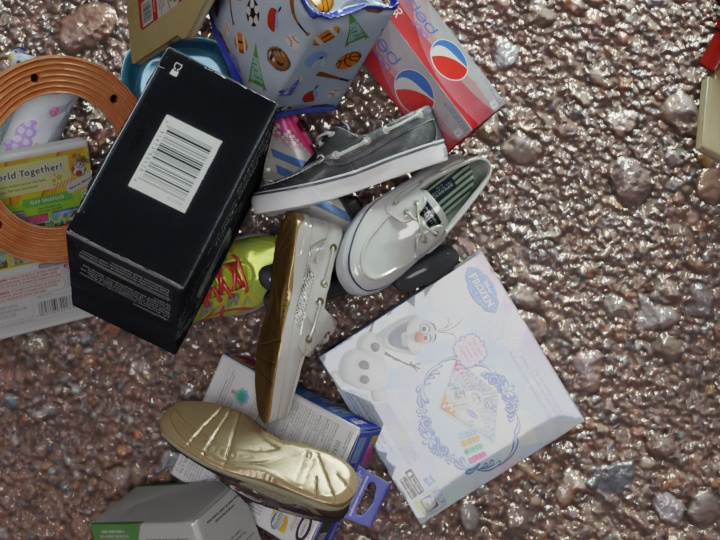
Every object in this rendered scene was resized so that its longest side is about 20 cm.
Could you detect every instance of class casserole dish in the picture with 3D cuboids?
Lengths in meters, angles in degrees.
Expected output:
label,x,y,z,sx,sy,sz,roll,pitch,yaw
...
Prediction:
label,x,y,z,sx,sy,sz,roll,pitch,yaw
casserole dish,-0.181,-0.144,1.418,0.119,0.039,0.203,-2,92,3

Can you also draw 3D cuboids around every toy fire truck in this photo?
label,x,y,z,sx,sy,sz,roll,pitch,yaw
toy fire truck,0.409,-0.193,1.358,0.174,0.129,0.202,28,105,0

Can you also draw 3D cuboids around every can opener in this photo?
label,x,y,z,sx,sy,sz,roll,pitch,yaw
can opener,0.000,0.000,1.384,0.197,0.067,0.054,-17,113,-14

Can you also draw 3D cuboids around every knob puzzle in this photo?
label,x,y,z,sx,sy,sz,roll,pitch,yaw
knob puzzle,-0.166,-0.315,1.339,0.030,0.218,0.223,3,94,-39

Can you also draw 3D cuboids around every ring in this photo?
label,x,y,z,sx,sy,sz,roll,pitch,yaw
ring,-0.296,-0.107,1.350,0.198,0.019,0.204,-10,111,-28

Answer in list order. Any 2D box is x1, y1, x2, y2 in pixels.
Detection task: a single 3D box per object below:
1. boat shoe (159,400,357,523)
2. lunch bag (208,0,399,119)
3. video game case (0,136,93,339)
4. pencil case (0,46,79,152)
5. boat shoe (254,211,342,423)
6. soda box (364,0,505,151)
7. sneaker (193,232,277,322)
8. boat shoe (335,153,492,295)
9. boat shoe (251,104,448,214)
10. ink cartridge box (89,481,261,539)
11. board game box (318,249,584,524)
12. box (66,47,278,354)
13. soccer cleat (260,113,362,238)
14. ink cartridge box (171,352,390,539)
label,x,y,z,sx,sy,sz,roll,pitch,yaw
boat shoe,-0.099,0.186,1.312,0.197,0.072,0.065,19,133,9
lunch bag,-0.076,-0.273,1.325,0.122,0.170,0.202,-11,67,-33
video game case,-0.352,-0.023,1.368,0.198,0.023,0.185,-14,113,-26
pencil case,-0.350,-0.118,1.400,0.082,0.091,0.202,24,95,2
boat shoe,-0.054,0.049,1.330,0.068,0.071,0.203,10,93,-23
soda box,0.050,-0.216,1.378,0.201,0.070,0.063,52,51,-1
sneaker,-0.157,0.018,1.399,0.197,0.090,0.079,-20,90,2
boat shoe,0.053,-0.054,1.347,0.074,0.066,0.200,52,57,-17
boat shoe,-0.016,-0.108,1.337,0.197,0.072,0.069,-19,94,-5
ink cartridge box,-0.160,0.316,1.371,0.143,0.084,0.203,-8,107,35
board game box,0.092,0.118,1.416,0.198,0.043,0.202,-32,91,6
box,-0.172,-0.057,1.274,0.116,0.200,0.199,25,68,-1
soccer cleat,-0.079,-0.107,1.399,0.086,0.070,0.201,-34,91,3
ink cartridge box,-0.070,0.188,1.384,0.198,0.076,0.138,26,95,21
